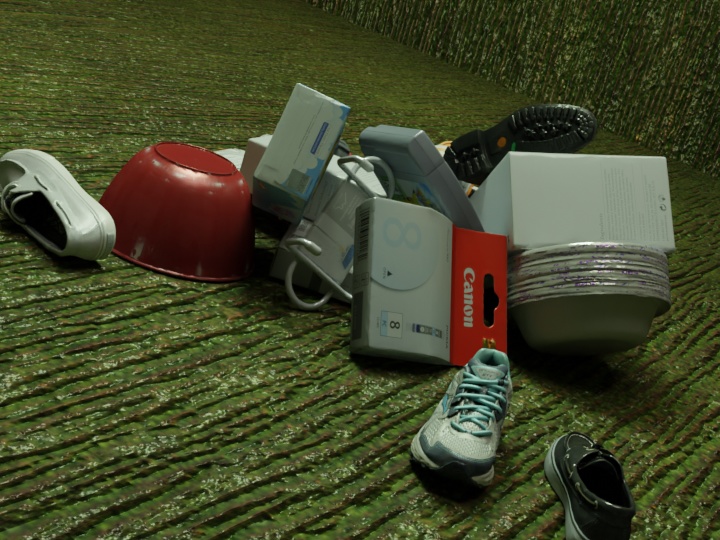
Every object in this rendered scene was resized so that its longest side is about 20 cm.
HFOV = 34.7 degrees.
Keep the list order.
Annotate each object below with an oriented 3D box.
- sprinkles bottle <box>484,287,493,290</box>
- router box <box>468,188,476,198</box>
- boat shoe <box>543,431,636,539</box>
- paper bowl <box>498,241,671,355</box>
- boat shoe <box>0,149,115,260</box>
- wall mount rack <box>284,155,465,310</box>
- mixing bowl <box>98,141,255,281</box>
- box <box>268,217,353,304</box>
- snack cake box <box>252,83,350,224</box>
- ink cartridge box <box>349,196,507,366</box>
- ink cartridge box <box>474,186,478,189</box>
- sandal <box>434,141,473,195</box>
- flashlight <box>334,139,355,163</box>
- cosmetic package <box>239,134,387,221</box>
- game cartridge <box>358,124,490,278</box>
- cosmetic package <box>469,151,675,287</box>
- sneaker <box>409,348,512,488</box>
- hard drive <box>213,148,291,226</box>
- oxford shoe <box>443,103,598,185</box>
[{"bbox_3d":[0.244,0.015,1.544,0.199,0.069,0.068,17,18,-6],"label":"sprinkles bottle"},{"bbox_3d":[0.198,-0.053,1.609,0.199,0.051,0.149,19,-13,5],"label":"router box"},{"bbox_3d":[0.210,0.189,1.024,0.068,0.057,0.200,17,18,-4],"label":"boat shoe"},{"bbox_3d":[0.261,0.039,1.349,0.199,0.105,0.201,0,-13,0],"label":"paper bowl"},{"bbox_3d":[-0.341,-0.069,1.220,0.200,0.072,0.068,42,27,30],"label":"boat shoe"},{"bbox_3d":[0.014,-0.026,1.277,0.174,0.201,0.074,41,-20,-26],"label":"wall mount rack"},{"bbox_3d":[-0.201,-0.079,1.308,0.199,0.109,0.200,16,19,-6],"label":"mixing bowl"},{"bbox_3d":[0.000,0.000,1.386,0.199,0.041,0.156,18,17,0],"label":"box"},{"bbox_3d":[-0.071,-0.127,1.318,0.067,0.115,0.200,24,-6,-3],"label":"snack cake box"},{"bbox_3d":[0.086,0.019,1.238,0.199,0.161,0.047,9,-16,-26],"label":"ink cartridge box"},{"bbox_3d":[0.117,-0.113,1.823,0.199,0.045,0.176,21,19,4],"label":"ink cartridge box"},{"bbox_3d":[0.100,-0.109,1.499,0.079,0.059,0.207,-1,47,25],"label":"sandal"},{"bbox_3d":[-0.010,-0.137,1.646,0.068,0.068,0.200,24,1,30],"label":"flashlight"},{"bbox_3d":[-0.048,-0.107,1.480,0.199,0.074,0.102,23,17,18],"label":"cosmetic package"},{"bbox_3d":[0.082,-0.078,1.348,0.040,0.200,0.133,-42,27,-20],"label":"game cartridge"},{"bbox_3d":[0.250,-0.057,1.422,0.199,0.124,0.199,0,-14,-10],"label":"cosmetic package"},{"bbox_3d":[0.098,0.126,1.048,0.077,0.087,0.200,19,18,5],"label":"sneaker"},{"bbox_3d":[-0.128,-0.114,1.596,0.199,0.038,0.140,26,20,18],"label":"hard drive"},{"bbox_3d":[0.207,-0.154,1.429,0.199,0.073,0.084,-12,-20,33],"label":"oxford shoe"}]
